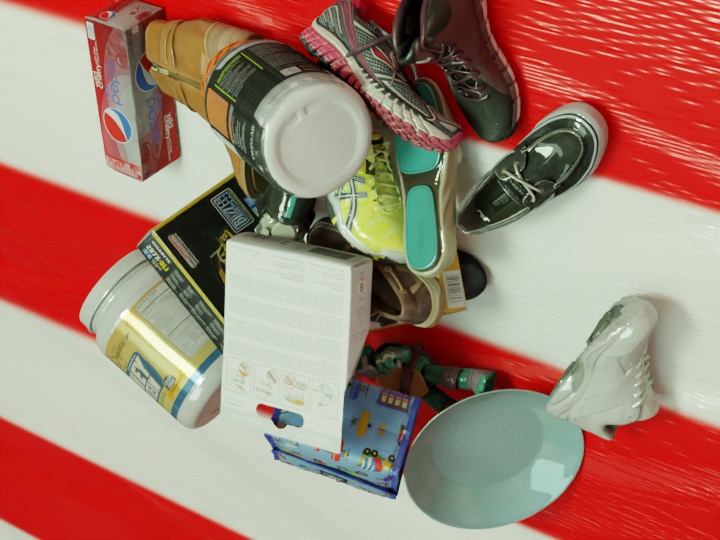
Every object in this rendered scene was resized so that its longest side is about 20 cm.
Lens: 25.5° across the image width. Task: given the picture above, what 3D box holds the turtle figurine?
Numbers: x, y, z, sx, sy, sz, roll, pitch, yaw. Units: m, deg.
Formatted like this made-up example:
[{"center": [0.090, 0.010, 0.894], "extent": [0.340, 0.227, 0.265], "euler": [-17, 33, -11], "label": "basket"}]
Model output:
[{"center": [0.049, 0.126, 1.779], "extent": [0.200, 0.101, 0.150], "euler": [15, 144, 18], "label": "turtle figurine"}]

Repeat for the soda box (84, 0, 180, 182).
[{"center": [-0.261, -0.208, 1.828], "extent": [0.063, 0.070, 0.200], "euler": [21, 131, 29], "label": "soda box"}]

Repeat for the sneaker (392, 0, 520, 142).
[{"center": [0.079, -0.195, 1.498], "extent": [0.076, 0.115, 0.200], "euler": [0, 119, 42], "label": "sneaker"}]

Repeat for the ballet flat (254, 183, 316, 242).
[{"center": [-0.084, -0.057, 1.715], "extent": [0.068, 0.069, 0.200], "euler": [13, 170, 0], "label": "ballet flat"}]

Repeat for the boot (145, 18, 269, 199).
[{"center": [-0.167, -0.182, 1.758], "extent": [0.155, 0.077, 0.200], "euler": [14, 128, 35], "label": "boot"}]

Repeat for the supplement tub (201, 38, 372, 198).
[{"center": [-0.081, -0.159, 1.594], "extent": [0.200, 0.122, 0.123], "euler": [43, 149, 55], "label": "supplement tub"}]

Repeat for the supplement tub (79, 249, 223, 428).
[{"center": [-0.233, 0.082, 1.963], "extent": [0.200, 0.145, 0.145], "euler": [40, 138, 11], "label": "supplement tub"}]

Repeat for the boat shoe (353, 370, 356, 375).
[{"center": [-0.087, 0.070, 1.879], "extent": [0.200, 0.072, 0.072], "euler": [50, 139, 0], "label": "boat shoe"}]

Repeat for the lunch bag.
[{"center": [-0.022, 0.194, 1.771], "extent": [0.150, 0.094, 0.200], "euler": [16, 156, 5], "label": "lunch bag"}]

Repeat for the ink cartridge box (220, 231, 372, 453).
[{"center": [-0.069, 0.071, 1.651], "extent": [0.162, 0.057, 0.200], "euler": [12, 111, 32], "label": "ink cartridge box"}]

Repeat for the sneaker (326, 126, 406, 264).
[{"center": [0.003, -0.097, 1.644], "extent": [0.200, 0.075, 0.076], "euler": [60, 137, 15], "label": "sneaker"}]

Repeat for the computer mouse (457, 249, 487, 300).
[{"center": [0.053, 0.007, 1.736], "extent": [0.200, 0.034, 0.059], "euler": [0, 120, 42], "label": "computer mouse"}]

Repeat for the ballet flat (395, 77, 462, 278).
[{"center": [0.073, -0.093, 1.609], "extent": [0.069, 0.069, 0.200], "euler": [2, 91, 41], "label": "ballet flat"}]

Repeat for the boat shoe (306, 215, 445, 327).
[{"center": [0.000, 0.000, 1.665], "extent": [0.200, 0.072, 0.072], "euler": [39, 120, 38], "label": "boat shoe"}]

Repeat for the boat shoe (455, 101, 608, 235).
[{"center": [0.164, -0.086, 1.537], "extent": [0.072, 0.071, 0.200], "euler": [47, 139, 3], "label": "boat shoe"}]

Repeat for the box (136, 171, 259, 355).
[{"center": [-0.131, 0.003, 1.802], "extent": [0.200, 0.160, 0.049], "euler": [52, 139, -1], "label": "box"}]

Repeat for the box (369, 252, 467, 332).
[{"center": [0.025, 0.002, 1.721], "extent": [0.200, 0.041, 0.119], "euler": [-15, 83, 49], "label": "box"}]

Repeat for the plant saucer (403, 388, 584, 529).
[{"center": [0.142, 0.196, 1.730], "extent": [0.201, 0.039, 0.201], "euler": [-5, 126, -7], "label": "plant saucer"}]

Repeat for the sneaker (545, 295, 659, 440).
[{"center": [0.266, 0.101, 1.597], "extent": [0.099, 0.078, 0.200], "euler": [33, 144, 7], "label": "sneaker"}]

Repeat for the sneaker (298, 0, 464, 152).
[{"center": [0.028, -0.192, 1.555], "extent": [0.200, 0.075, 0.081], "euler": [45, 178, 17], "label": "sneaker"}]
